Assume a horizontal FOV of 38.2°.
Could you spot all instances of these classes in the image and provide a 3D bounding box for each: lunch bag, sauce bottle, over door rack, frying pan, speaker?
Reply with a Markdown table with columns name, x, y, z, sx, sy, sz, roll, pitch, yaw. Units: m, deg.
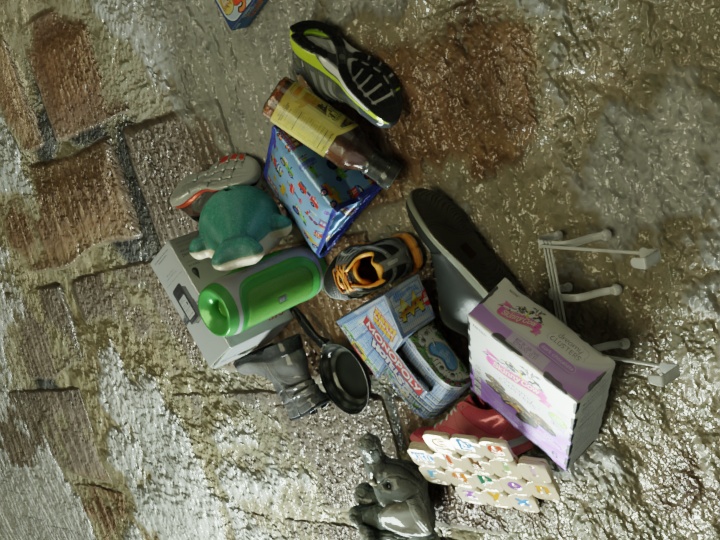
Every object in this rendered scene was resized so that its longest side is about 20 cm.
| name | x | y | z | sx | sy | sz | roll | pitch | yaw |
| --- | --- | --- | --- | --- | --- | --- | --- | --- | --- |
| lunch bag | -0.075 | -0.114 | 1.497 | 0.151 | 0.094 | 0.200 | 54 | 149 | 10 |
| sauce bottle | -0.035 | -0.180 | 1.390 | 0.199 | 0.066 | 0.066 | 34 | 136 | -5 |
| over door rack | 0.288 | 0.035 | 1.179 | 0.200 | 0.066 | 0.149 | 18 | 124 | 63 |
| frying pan | -0.047 | 0.146 | 1.626 | 0.190 | 0.031 | 0.116 | 39 | 133 | 32 |
| speaker | -0.141 | 0.027 | 1.539 | 0.088 | 0.199 | 0.089 | 23 | 124 | 37 |

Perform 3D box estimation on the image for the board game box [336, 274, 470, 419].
| name | x | y | z | sx | sy | sz | roll | pitch | yaw |
| --- | --- | --- | --- | --- | --- | --- | --- | --- | --- |
| board game box | 0.062 | 0.099 | 1.422 | 0.201 | 0.061 | 0.200 | 53 | 157 | 13 |

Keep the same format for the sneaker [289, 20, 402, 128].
| name | x | y | z | sx | sy | sz | roll | pitch | yaw |
| --- | --- | --- | --- | --- | --- | --- | --- | --- | --- |
| sneaker | -0.019 | -0.251 | 1.386 | 0.200 | 0.074 | 0.081 | 45 | 152 | 23 |

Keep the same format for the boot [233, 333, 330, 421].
| name | x | y | z | sx | sy | sz | roll | pitch | yaw |
| --- | --- | --- | --- | --- | --- | --- | --- | --- | --- |
| boot | -0.133 | 0.187 | 1.697 | 0.200 | 0.069 | 0.133 | -22 | 93 | 60 |

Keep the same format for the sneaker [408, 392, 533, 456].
| name | x | y | z | sx | sy | sz | roll | pitch | yaw |
| --- | --- | --- | --- | --- | --- | --- | --- | --- | --- |
| sneaker | 0.149 | 0.212 | 1.436 | 0.199 | 0.073 | 0.088 | -9 | 92 | 41 |

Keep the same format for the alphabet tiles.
| name | x | y | z | sx | sy | sz | roll | pitch | yaw |
| --- | --- | --- | --- | --- | --- | --- | --- | --- | --- |
| alphabet tiles | 0.165 | 0.268 | 1.390 | 0.198 | 0.015 | 0.196 | 3 | 144 | 30 |

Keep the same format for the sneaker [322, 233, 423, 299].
| name | x | y | z | sx | sy | sz | roll | pitch | yaw |
| --- | --- | --- | --- | --- | --- | --- | --- | --- | --- |
| sneaker | 0.000 | 0.000 | 1.472 | 0.199 | 0.077 | 0.079 | -27 | 90 | 51 |

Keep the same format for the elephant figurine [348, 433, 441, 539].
| name | x | y | z | sx | sy | sz | roll | pitch | yaw |
| --- | --- | --- | --- | --- | --- | --- | --- | --- | --- |
| elephant figurine | 0.062 | 0.329 | 1.515 | 0.201 | 0.154 | 0.143 | 114 | 142 | -51 |

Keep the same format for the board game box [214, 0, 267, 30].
| name | x | y | z | sx | sy | sz | roll | pitch | yaw |
| --- | --- | --- | --- | --- | --- | --- | --- | --- | --- |
| board game box | -0.157 | -0.450 | 1.448 | 0.200 | 0.034 | 0.136 | -38 | 80 | 49 |

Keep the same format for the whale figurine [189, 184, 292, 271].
| name | x | y | z | sx | sy | sz | roll | pitch | yaw |
| --- | --- | --- | --- | --- | --- | --- | --- | --- | --- |
| whale figurine | -0.181 | -0.063 | 1.522 | 0.200 | 0.157 | 0.105 | -95 | -10 | -72 |

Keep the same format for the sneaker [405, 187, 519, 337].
| name | x | y | z | sx | sy | sz | roll | pitch | yaw |
| --- | --- | --- | --- | --- | --- | --- | --- | --- | --- |
| sneaker | 0.110 | -0.005 | 1.354 | 0.201 | 0.074 | 0.106 | 53 | 138 | 12 |

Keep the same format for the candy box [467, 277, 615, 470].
| name | x | y | z | sx | sy | sz | roll | pitch | yaw |
| --- | --- | --- | --- | --- | --- | --- | --- | --- | --- |
| candy box | 0.212 | 0.128 | 1.254 | 0.167 | 0.071 | 0.201 | 40 | 160 | 27 |

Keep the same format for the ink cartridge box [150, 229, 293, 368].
| name | x | y | z | sx | sy | sz | roll | pitch | yaw |
| --- | --- | --- | --- | --- | --- | --- | --- | --- | --- |
| ink cartridge box | -0.220 | 0.034 | 1.667 | 0.201 | 0.145 | 0.083 | 58 | 136 | 9 |

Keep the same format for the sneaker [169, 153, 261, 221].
| name | x | y | z | sx | sy | sz | roll | pitch | yaw |
| --- | --- | --- | --- | --- | --- | --- | --- | --- | --- |
| sneaker | -0.217 | -0.125 | 1.662 | 0.199 | 0.077 | 0.082 | -11 | 132 | 43 |
